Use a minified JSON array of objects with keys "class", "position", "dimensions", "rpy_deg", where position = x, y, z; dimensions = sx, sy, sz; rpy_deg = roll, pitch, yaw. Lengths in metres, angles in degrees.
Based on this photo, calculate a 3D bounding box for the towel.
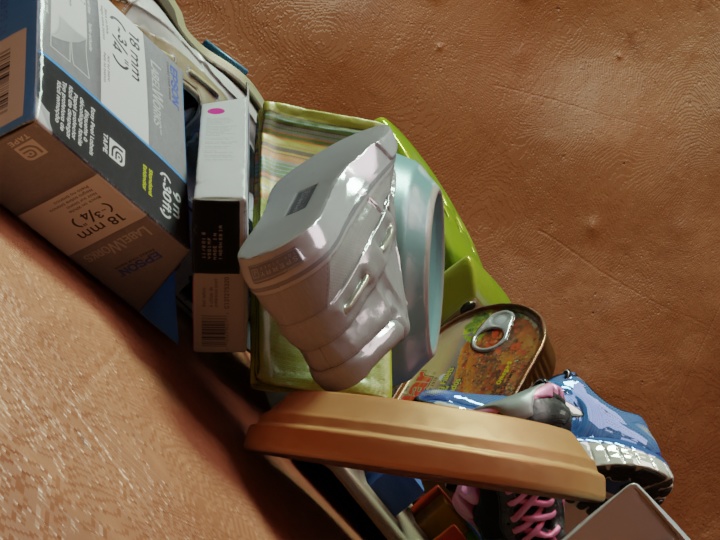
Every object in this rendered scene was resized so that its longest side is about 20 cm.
[{"class":"towel","position":[-0.022,-0.015,1.000],"dimensions":[0.018,0.085,0.202],"rpy_deg":[111,-18,-54]}]

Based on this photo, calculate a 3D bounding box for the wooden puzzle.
[{"class":"wooden puzzle","position":[0.037,0.161,1.118],"dimensions":[0.200,0.046,0.185],"rpy_deg":[47,3,-7]}]

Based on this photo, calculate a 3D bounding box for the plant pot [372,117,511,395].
[{"class":"plant pot","position":[0.018,0.017,1.473],"dimensions":[0.182,0.198,0.200],"rpy_deg":[54,5,24]}]

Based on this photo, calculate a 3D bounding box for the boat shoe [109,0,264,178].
[{"class":"boat shoe","position":[-0.123,-0.112,1.077],"dimensions":[0.200,0.074,0.069],"rpy_deg":[47,42,-44]}]

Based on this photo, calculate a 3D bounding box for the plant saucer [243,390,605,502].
[{"class":"plant saucer","position":[0.036,0.095,0.909],"dimensions":[0.198,0.038,0.200],"rpy_deg":[8,-8,1]}]

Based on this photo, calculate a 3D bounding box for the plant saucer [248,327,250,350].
[{"class":"plant saucer","position":[-0.121,-0.005,1.304],"dimensions":[0.200,0.027,0.200],"rpy_deg":[48,2,-2]}]

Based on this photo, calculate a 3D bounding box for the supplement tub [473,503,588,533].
[{"class":"supplement tub","position":[0.134,0.182,1.324],"dimensions":[0.144,0.144,0.200],"rpy_deg":[45,3,-30]}]

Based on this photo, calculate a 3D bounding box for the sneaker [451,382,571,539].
[{"class":"sneaker","position":[0.106,0.144,1.058],"dimensions":[0.201,0.078,0.096],"rpy_deg":[82,-11,-60]}]

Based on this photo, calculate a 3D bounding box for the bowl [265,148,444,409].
[{"class":"bowl","position":[0.000,0.000,1.109],"dimensions":[0.104,0.203,0.201],"rpy_deg":[3,-4,7]}]

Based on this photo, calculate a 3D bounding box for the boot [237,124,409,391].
[{"class":"boot","position":[-0.008,-0.007,0.950],"dimensions":[0.096,0.073,0.200],"rpy_deg":[63,26,-17]}]

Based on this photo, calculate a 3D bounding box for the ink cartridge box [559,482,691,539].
[{"class":"ink cartridge box","position":[0.139,0.212,0.887],"dimensions":[0.145,0.145,0.200],"rpy_deg":[49,3,13]}]

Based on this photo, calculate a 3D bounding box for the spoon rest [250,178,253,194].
[{"class":"spoon rest","position":[-0.128,-0.110,1.195],"dimensions":[0.201,0.099,0.061],"rpy_deg":[62,11,-13]}]

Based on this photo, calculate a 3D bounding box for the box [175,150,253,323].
[{"class":"box","position":[-0.139,-0.057,1.133],"dimensions":[0.200,0.060,0.117],"rpy_deg":[46,16,-23]}]

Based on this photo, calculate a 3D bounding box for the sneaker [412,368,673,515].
[{"class":"sneaker","position":[0.124,0.118,1.193],"dimensions":[0.198,0.079,0.090],"rpy_deg":[15,39,-18]}]

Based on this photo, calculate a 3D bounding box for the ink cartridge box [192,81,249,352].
[{"class":"ink cartridge box","position":[-0.082,-0.038,1.007],"dimensions":[0.200,0.037,0.096],"rpy_deg":[-92,-176,-65]}]

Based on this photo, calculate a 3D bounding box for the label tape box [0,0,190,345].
[{"class":"label tape box","position":[-0.142,-0.071,0.951],"dimensions":[0.200,0.063,0.145],"rpy_deg":[43,30,-45]}]

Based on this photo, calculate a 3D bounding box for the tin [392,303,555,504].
[{"class":"tin","position":[0.081,0.103,1.303],"dimensions":[0.111,0.200,0.042],"rpy_deg":[3,-48,33]}]

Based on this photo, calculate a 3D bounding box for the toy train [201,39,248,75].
[{"class":"toy train","position":[-0.170,-0.141,1.246],"dimensions":[0.084,0.116,0.200],"rpy_deg":[32,2,35]}]
